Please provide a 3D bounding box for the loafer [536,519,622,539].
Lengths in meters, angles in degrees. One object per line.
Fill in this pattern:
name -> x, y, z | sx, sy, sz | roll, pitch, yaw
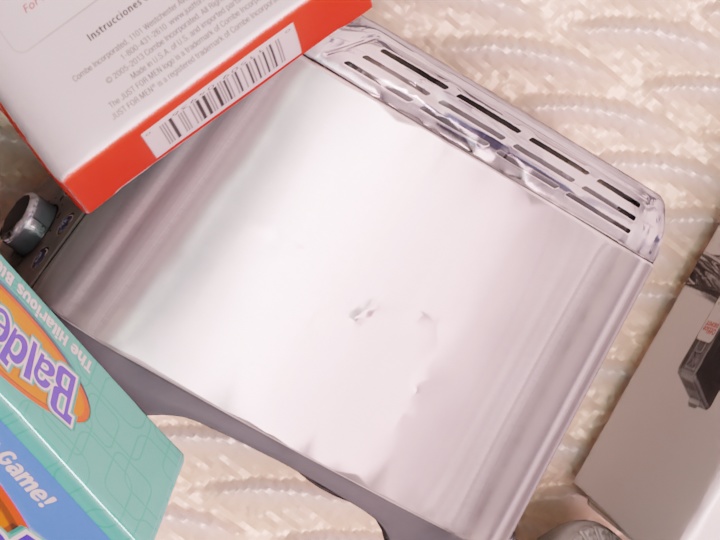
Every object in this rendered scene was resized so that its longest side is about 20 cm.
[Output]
loafer -> 0.095, 0.159, 0.977 | 0.070, 0.075, 0.200 | -19, 123, 31

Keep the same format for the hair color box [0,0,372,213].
hair color box -> -0.094, -0.126, 0.780 | 0.101, 0.061, 0.200 | -36, 84, -3

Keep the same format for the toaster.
toaster -> 0.000, 0.000, 0.867 | 0.200, 0.114, 0.129 | 30, 94, -20

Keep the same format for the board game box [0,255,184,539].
board game box -> -0.173, 0.049, 0.813 | 0.200, 0.045, 0.152 | -27, 116, 29

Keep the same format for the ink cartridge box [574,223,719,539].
ink cartridge box -> 0.184, 0.026, 0.946 | 0.144, 0.084, 0.200 | 26, 99, -22
